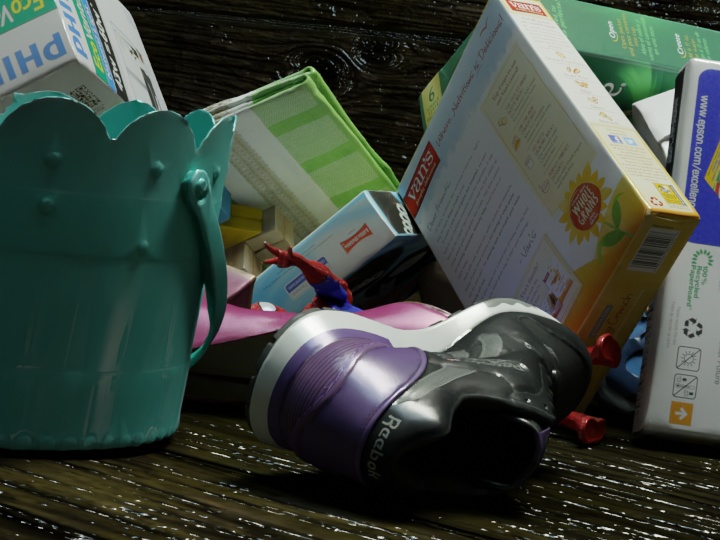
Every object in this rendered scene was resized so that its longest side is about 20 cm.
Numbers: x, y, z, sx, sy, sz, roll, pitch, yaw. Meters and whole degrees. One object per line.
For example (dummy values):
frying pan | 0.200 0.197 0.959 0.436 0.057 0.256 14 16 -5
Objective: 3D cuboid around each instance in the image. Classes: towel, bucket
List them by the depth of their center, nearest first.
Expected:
bucket | -0.153 -0.009 0.792 0.207 0.135 0.207 7 5 -1
towel | -0.086 -0.050 1.223 0.200 0.031 0.149 -21 -40 17

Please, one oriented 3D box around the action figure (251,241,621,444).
action figure | 0.020 0.037 0.971 0.200 0.065 0.099 10 -7 26

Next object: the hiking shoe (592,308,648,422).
hiking shoe | 0.142 0.013 1.068 0.074 0.087 0.200 -16 44 -34

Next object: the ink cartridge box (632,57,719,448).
ink cartridge box | 0.253 0.002 1.003 0.200 0.198 0.047 9 -10 -2

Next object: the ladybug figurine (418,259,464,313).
ladybug figurine | 0.117 0.031 1.223 0.136 0.072 0.200 11 6 44

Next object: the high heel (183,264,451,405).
high heel | -0.022 0.055 0.894 0.200 0.067 0.096 14 35 21

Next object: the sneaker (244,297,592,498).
sneaker | 0.048 0.063 0.783 0.088 0.076 0.200 29 19 35

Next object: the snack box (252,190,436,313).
snack box | 0.000 0.000 1.196 0.037 0.116 0.200 54 16 10

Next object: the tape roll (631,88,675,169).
tape roll | 0.223 -0.016 1.129 0.071 0.203 0.202 -19 2 5

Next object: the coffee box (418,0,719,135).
coffee box | 0.150 -0.109 1.200 0.200 0.044 0.123 8 -32 -27

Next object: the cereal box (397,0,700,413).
cereal box | 0.095 -0.037 1.052 0.039 0.144 0.200 5 38 -29

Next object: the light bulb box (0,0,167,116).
light bulb box | -0.246 -0.110 1.224 0.198 0.125 0.200 -25 -19 6

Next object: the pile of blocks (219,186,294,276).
pile of blocks | -0.137 -0.024 1.170 0.200 0.082 0.062 4 45 -8
